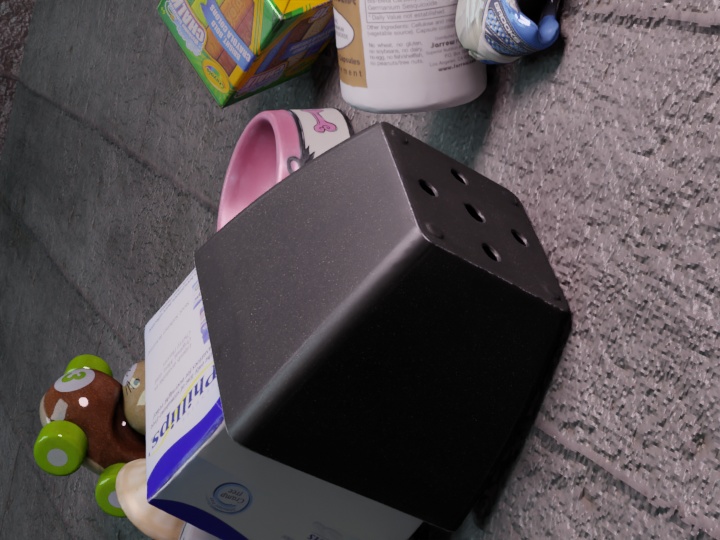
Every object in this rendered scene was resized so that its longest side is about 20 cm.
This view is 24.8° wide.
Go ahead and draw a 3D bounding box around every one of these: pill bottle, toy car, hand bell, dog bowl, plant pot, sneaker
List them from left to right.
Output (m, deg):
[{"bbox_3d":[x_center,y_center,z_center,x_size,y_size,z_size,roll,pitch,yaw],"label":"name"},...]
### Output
[{"bbox_3d":[-0.233,0.129,1.749,0.200,0.157,0.165,-47,16,24],"label":"toy car"},{"bbox_3d":[-0.149,0.170,1.617,0.200,0.103,0.105,-50,34,29],"label":"hand bell"},{"bbox_3d":[-0.075,-0.060,1.532,0.200,0.073,0.203,-169,90,-68],"label":"dog bowl"},{"bbox_3d":[0.024,0.023,1.117,0.178,0.198,0.201,-49,34,25],"label":"plant pot"},{"bbox_3d":[0.033,-0.227,1.217,0.114,0.113,0.202,-139,41,-65],"label":"pill bottle"},{"bbox_3d":[0.127,-0.246,1.156,0.085,0.076,0.203,11,97,58],"label":"sneaker"}]

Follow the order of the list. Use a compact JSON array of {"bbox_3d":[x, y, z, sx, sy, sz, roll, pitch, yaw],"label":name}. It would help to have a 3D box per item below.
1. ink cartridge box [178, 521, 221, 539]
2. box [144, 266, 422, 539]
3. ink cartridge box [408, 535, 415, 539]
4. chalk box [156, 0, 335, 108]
[{"bbox_3d":[-0.113,0.256,1.295,0.200,0.083,0.146,-83,12,-66],"label":"ink cartridge box"},{"bbox_3d":[-0.058,0.108,1.201,0.105,0.183,0.201,-47,29,24],"label":"box"},{"bbox_3d":[-0.004,0.285,1.239,0.198,0.047,0.202,-123,50,-60],"label":"ink cartridge box"},{"bbox_3d":[-0.103,-0.249,1.565,0.125,0.123,0.200,54,142,10],"label":"chalk box"}]
